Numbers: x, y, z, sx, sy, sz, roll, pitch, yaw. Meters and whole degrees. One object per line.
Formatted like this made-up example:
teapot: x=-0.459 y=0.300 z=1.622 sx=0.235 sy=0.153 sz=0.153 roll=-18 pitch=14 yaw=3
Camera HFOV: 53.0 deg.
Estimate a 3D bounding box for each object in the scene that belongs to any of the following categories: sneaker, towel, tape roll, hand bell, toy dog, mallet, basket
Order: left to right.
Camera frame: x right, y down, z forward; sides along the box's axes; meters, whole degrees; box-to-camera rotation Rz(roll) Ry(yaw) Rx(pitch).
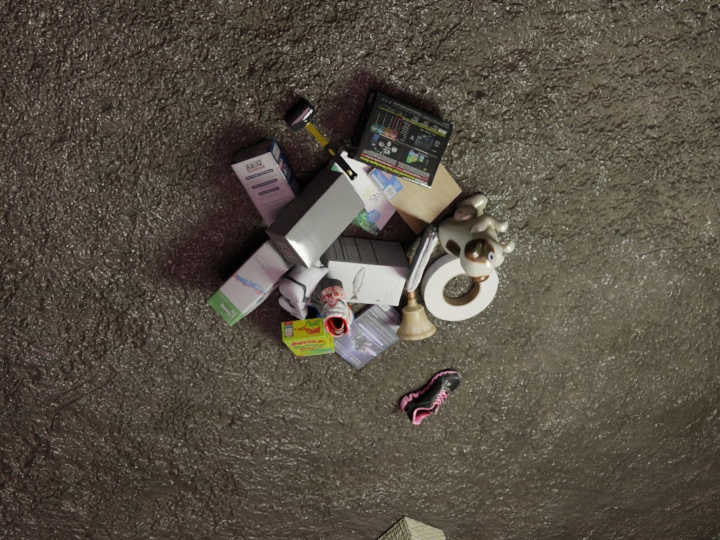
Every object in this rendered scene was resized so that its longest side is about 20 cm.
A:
sneaker: x=-0.127 y=0.036 z=1.651 sx=0.115 sy=0.075 sz=0.200 roll=-53 pitch=169 yaw=-19
sneaker: x=-0.101 y=0.114 z=1.808 sx=0.199 sy=0.088 sz=0.075 roll=19 pitch=115 yaw=-26
mallet: x=-0.071 y=-0.277 z=1.526 sx=0.200 sy=0.041 sz=0.066 roll=42 pitch=102 yaw=4
sneaker: x=-0.054 y=0.115 z=1.670 sx=0.067 sy=0.108 sz=0.202 roll=-7 pitch=147 yaw=2
hand bell: x=0.129 y=0.065 z=1.834 sx=0.104 sy=0.104 sz=0.201 roll=-11 pitch=108 yaw=-6
basket: x=0.182 y=0.945 z=2.370 sx=0.200 sy=0.198 sz=0.161 roll=30 pitch=108 yaw=-28
towel: x=0.143 y=-0.035 z=1.687 sx=0.024 sy=0.200 sz=0.147 roll=22 pitch=103 yaw=0
sneaker: x=0.209 y=0.366 z=2.047 sx=0.200 sy=0.096 sz=0.079 roll=-37 pitch=122 yaw=11
tape roll: x=0.258 y=0.041 z=1.875 sx=0.202 sy=0.037 sz=0.204 roll=-6 pitch=124 yaw=-9
toy dog: x=0.266 y=-0.067 z=1.704 sx=0.193 sy=0.200 sz=0.140 roll=-13 pitch=125 yaw=-5

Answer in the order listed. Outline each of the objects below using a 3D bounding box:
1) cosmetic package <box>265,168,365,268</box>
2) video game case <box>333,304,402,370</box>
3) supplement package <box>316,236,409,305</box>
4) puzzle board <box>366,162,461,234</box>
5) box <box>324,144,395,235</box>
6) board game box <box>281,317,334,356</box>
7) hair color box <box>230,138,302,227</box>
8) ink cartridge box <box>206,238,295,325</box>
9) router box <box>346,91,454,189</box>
cosmetic package: x=-0.095 y=-0.115 z=1.563 sx=0.200 sy=0.090 sz=0.107 roll=-49 pitch=127 yaw=-20
video game case: x=0.024 y=0.168 z=1.915 sx=0.200 sy=0.019 sz=0.143 roll=-37 pitch=123 yaw=13
supplement package: x=0.000 y=0.000 z=1.736 sx=0.199 sy=0.118 sz=0.117 roll=5 pitch=124 yaw=-16
puzzle board: x=0.125 y=-0.202 z=1.660 sx=0.151 sy=0.017 sz=0.200 roll=-45 pitch=117 yaw=-3
box: x=-0.003 y=-0.181 z=1.664 sx=0.199 sy=0.036 sz=0.145 roll=26 pitch=114 yaw=-26
board game box: x=-0.127 y=0.167 z=1.785 sx=0.101 sy=0.048 sz=0.200 roll=-7 pitch=162 yaw=3
hair color box: x=-0.191 y=-0.181 z=1.590 sx=0.100 sy=0.061 sz=0.200 roll=-15 pitch=128 yaw=17
ink cartridge box: x=-0.238 y=0.019 z=1.665 sx=0.088 sy=0.145 sz=0.200 roll=45 pitch=105 yaw=1
router box: x=0.087 y=-0.282 z=1.575 sx=0.199 sy=0.062 sz=0.150 roll=18 pitch=97 yaw=-23
